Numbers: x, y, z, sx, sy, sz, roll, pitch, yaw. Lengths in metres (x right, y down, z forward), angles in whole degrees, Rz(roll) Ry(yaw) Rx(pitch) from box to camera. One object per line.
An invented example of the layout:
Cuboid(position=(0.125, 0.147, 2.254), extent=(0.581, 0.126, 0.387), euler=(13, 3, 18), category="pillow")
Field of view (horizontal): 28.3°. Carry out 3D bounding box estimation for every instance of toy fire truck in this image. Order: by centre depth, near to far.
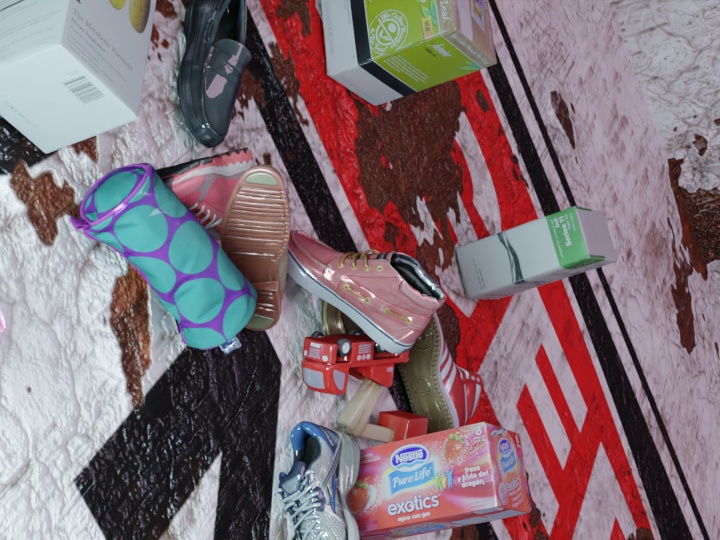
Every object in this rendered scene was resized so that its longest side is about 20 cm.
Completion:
Cuboid(position=(0.006, 0.141, 1.662), extent=(0.200, 0.049, 0.142), euler=(-2, 100, -50), category="toy fire truck")

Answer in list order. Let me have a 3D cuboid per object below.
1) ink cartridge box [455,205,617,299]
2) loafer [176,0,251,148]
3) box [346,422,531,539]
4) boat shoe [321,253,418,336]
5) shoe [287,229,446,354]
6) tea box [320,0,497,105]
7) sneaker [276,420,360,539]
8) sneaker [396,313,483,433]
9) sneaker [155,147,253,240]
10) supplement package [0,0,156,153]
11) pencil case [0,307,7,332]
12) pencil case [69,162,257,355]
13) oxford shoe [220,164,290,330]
Cuboid(position=(0.261, -0.024, 2.121), extent=(0.146, 0.199, 0.083), euler=(2, 71, -64), category="ink cartridge box")
Cuboid(position=(-0.155, -0.227, 1.549), extent=(0.068, 0.070, 0.201), euler=(40, 42, -49), category="loafer")
Cuboid(position=(0.078, 0.240, 1.599), extent=(0.103, 0.199, 0.095), euler=(24, 55, -57), category="box")
Cuboid(position=(0.013, 0.028, 1.737), extent=(0.200, 0.067, 0.072), euler=(-46, 120, -56), category="boat shoe")
Cuboid(position=(0.000, 0.000, 1.614), extent=(0.200, 0.091, 0.071), euler=(39, 29, 1), category="shoe")
Cuboid(position=(0.059, -0.356, 1.908), extent=(0.133, 0.196, 0.201), euler=(24, 54, -58), category="tea box")
Cuboid(position=(-0.054, 0.246, 1.498), extent=(0.085, 0.077, 0.201), euler=(39, 34, -35), category="sneaker")
Cuboid(position=(0.102, 0.120, 1.865), extent=(0.112, 0.071, 0.201), euler=(-26, 107, -60), category="sneaker")
Cuboid(position=(-0.158, -0.071, 1.454), extent=(0.200, 0.073, 0.087), euler=(-25, 102, -63), category="sneaker")
Cuboid(position=(-0.263, -0.229, 1.288), extent=(0.114, 0.109, 0.201), euler=(45, 38, -46), category="supplement package")
Cuboid(position=(-0.337, 0.068, 0.990), extent=(0.200, 0.093, 0.091), euler=(-30, 103, -63), category="pencil case")
Cuboid(position=(-0.181, -0.009, 1.356), extent=(0.200, 0.092, 0.085), euler=(53, -6, -34), category="pencil case")
Cuboid(position=(-0.106, -0.035, 1.484), extent=(0.074, 0.070, 0.201), euler=(-79, 178, -52), category="oxford shoe")
